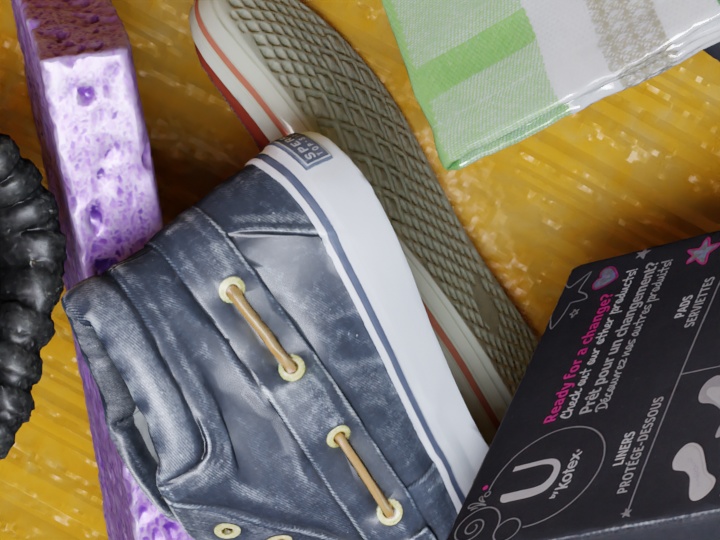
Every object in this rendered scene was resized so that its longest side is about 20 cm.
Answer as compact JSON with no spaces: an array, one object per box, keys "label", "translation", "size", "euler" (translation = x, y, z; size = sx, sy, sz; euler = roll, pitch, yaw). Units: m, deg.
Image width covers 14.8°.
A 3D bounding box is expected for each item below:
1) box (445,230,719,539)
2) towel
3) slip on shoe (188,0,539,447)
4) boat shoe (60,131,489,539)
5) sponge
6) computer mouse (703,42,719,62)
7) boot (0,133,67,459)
[{"label":"box","translation":[0.131,0.100,0.789],"size":[0.114,0.132,0.200],"euler":[-14,122,36]},{"label":"towel","translation":[0.088,-0.131,0.775],"size":[0.199,0.031,0.150],"euler":[-27,67,21]},{"label":"slip on shoe","translation":[0.000,0.000,0.854],"size":[0.061,0.074,0.201],"euler":[-25,110,21]},{"label":"boat shoe","translation":[-0.011,0.065,0.796],"size":[0.091,0.071,0.201],"euler":[-32,112,-15]},{"label":"sponge","translation":[-0.073,0.016,0.849],"size":[0.030,0.112,0.201],"euler":[-11,110,-9]},{"label":"computer mouse","translation":[0.190,-0.111,0.786],"size":[0.200,0.046,0.140],"euler":[-43,90,12]},{"label":"boot","translation":[-0.146,0.049,0.848],"size":[0.157,0.079,0.212],"euler":[13,121,50]}]
